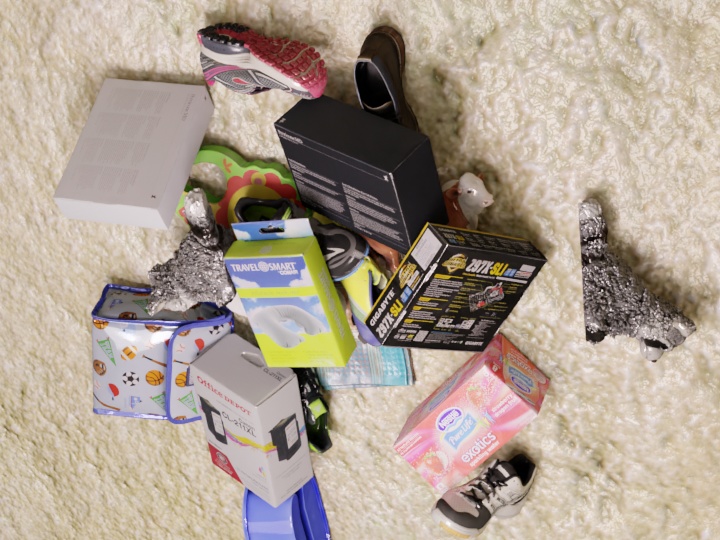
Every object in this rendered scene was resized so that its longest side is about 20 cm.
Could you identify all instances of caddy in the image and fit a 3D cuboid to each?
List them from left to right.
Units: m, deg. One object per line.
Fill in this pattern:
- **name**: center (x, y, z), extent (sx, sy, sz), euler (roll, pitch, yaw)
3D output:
- **caddy**: center (-0.119, 0.387, 1.804), extent (0.103, 0.142, 0.203), euler (-7, 112, 17)

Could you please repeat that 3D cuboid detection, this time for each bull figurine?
- **bull figurine**: center (0.094, -0.051, 1.557), extent (0.198, 0.065, 0.123), euler (-13, 101, 30)

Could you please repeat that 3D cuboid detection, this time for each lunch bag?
- **lunch bag**: center (-0.283, 0.124, 1.753), extent (0.197, 0.124, 0.172), euler (6, 117, -1)

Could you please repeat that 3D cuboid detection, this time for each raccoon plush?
- **raccoon plush**: center (-0.237, -0.027, 1.583), extent (0.132, 0.097, 0.202), euler (-8, 126, 9)
- **raccoon plush**: center (0.339, 0.013, 1.485), extent (0.132, 0.097, 0.203), euler (-3, 112, 12)

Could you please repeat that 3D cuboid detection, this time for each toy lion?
- **toy lion**: center (-0.165, -0.085, 1.646), extent (0.191, 0.069, 0.201), euler (-32, 100, 22)

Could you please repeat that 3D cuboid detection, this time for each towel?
- **towel**: center (-0.010, 0.074, 1.684), extent (0.145, 0.022, 0.203), euler (-3, 113, 21)

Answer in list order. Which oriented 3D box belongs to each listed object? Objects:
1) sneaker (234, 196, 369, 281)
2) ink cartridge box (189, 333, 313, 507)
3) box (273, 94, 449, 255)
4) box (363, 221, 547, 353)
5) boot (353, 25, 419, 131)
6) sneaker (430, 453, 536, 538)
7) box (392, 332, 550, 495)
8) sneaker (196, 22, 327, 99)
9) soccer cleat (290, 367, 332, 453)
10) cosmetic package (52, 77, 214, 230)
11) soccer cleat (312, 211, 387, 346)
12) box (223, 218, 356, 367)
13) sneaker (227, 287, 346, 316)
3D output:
- **sneaker**: center (-0.080, -0.044, 1.545), extent (0.198, 0.083, 0.071), euler (22, 80, 25)
- **ink cartridge box**: center (-0.153, 0.210, 1.713), extent (0.145, 0.083, 0.202), euler (27, 139, 36)
- **box**: center (0.001, -0.120, 1.486), extent (0.199, 0.079, 0.142), euler (27, 152, 36)
- **box**: center (0.120, 0.026, 1.511), extent (0.049, 0.198, 0.161), euler (50, 120, 37)
- **boot**: center (0.024, -0.190, 1.501), extent (0.074, 0.097, 0.203), euler (-2, 113, 20)
- **sneaker**: center (0.168, 0.294, 1.635), extent (0.075, 0.199, 0.088), euler (37, 115, 26)
- **box**: center (0.149, 0.194, 1.641), extent (0.103, 0.095, 0.200), euler (43, 121, -3)
- **sneaker**: center (-0.121, -0.253, 1.528), extent (0.199, 0.080, 0.076), euler (25, 129, 34)
- **soccer cleat**: center (-0.080, 0.167, 1.711), extent (0.081, 0.067, 0.202), euler (29, 141, 52)
- **cosmetic package**: center (-0.291, -0.154, 1.578), extent (0.149, 0.202, 0.052), euler (6, 150, 18)
- **soccer cleat**: center (0.001, 0.000, 1.581), extent (0.084, 0.064, 0.202), euler (-39, 72, 50)
- **box**: center (-0.091, 0.032, 1.541), extent (0.120, 0.048, 0.202), euler (-2, 125, 27)
- **sneaker**: center (-0.122, 0.047, 1.660), extent (0.198, 0.088, 0.076), euler (5, 117, 32)
